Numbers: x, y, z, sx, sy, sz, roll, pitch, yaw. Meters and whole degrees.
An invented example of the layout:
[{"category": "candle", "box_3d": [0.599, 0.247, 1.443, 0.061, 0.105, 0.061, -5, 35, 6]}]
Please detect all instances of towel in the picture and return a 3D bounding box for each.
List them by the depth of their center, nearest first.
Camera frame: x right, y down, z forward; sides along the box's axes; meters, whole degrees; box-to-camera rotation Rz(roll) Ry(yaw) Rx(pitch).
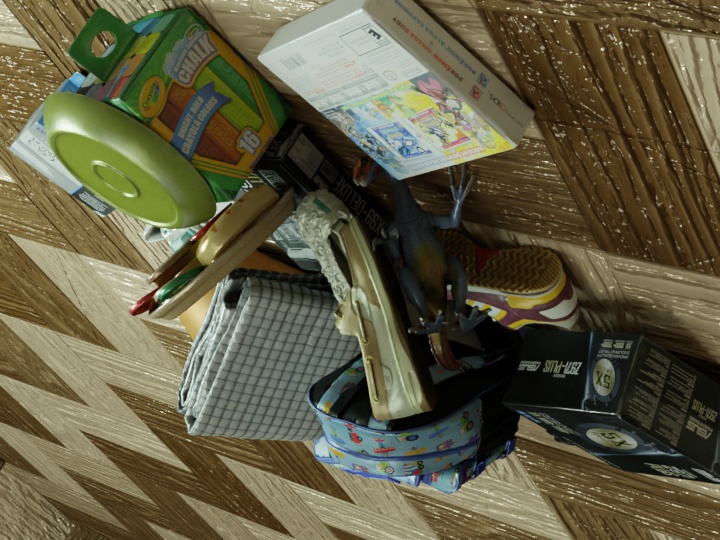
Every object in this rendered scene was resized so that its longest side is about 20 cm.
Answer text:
[{"category": "towel", "box_3d": [-0.095, 0.087, 1.784, 0.165, 0.200, 0.086, 9, -151, -26]}]

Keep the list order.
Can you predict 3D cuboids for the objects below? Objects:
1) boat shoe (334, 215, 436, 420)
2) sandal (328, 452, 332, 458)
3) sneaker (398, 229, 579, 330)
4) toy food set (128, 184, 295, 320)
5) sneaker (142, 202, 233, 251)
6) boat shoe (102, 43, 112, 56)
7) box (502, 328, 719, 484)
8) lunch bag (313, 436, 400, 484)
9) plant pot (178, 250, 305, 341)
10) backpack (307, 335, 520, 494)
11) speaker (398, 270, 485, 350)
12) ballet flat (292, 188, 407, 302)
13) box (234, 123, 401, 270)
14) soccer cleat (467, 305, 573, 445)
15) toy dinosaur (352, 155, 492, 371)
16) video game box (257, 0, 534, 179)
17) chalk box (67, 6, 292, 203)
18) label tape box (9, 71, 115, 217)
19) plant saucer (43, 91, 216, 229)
[{"category": "boat shoe", "box_3d": [0.010, 0.048, 1.582, 0.066, 0.200, 0.074, -21, 167, 12]}, {"category": "sandal", "box_3d": [-0.002, 0.132, 1.954, 0.045, 0.200, 0.075, 16, -159, -27]}, {"category": "sneaker", "box_3d": [0.127, 0.019, 1.671, 0.200, 0.075, 0.090, 14, 147, 40]}, {"category": "toy food set", "box_3d": [-0.145, -0.021, 1.645, 0.049, 0.198, 0.200, 48, -165, -6]}, {"category": "sneaker", "box_3d": [-0.185, -0.059, 1.901, 0.075, 0.089, 0.200, 43, 156, -24]}, {"category": "boat shoe", "box_3d": [-0.222, -0.170, 1.741, 0.057, 0.069, 0.200, 15, 156, 36]}, {"category": "box", "box_3d": [0.273, 0.138, 1.665, 0.200, 0.086, 0.164, 31, 162, -35]}, {"category": "lunch bag", "box_3d": [0.031, 0.176, 2.015, 0.082, 0.161, 0.200, 26, 164, -29]}, {"category": "plant pot", "box_3d": [-0.113, 0.068, 1.974, 0.183, 0.200, 0.200, 39, 164, 28]}, {"category": "backpack", "box_3d": [0.049, 0.151, 1.698, 0.182, 0.200, 0.135, 15, 118, 34]}, {"category": "speaker", "box_3d": [0.090, 0.072, 1.830, 0.200, 0.081, 0.081, 32, 159, -2]}, {"category": "ballet flat", "box_3d": [0.000, 0.000, 1.675, 0.072, 0.072, 0.200, 10, 148, 44]}, {"category": "box", "box_3d": [-0.062, -0.075, 1.753, 0.158, 0.050, 0.200, 5, 147, 48]}, {"category": "soccer cleat", "box_3d": [0.191, 0.091, 1.769, 0.200, 0.073, 0.068, 53, 154, -7]}, {"category": "toy dinosaur", "box_3d": [0.044, -0.019, 1.600, 0.182, 0.105, 0.200, 63, 154, 30]}, {"category": "video game box", "box_3d": [0.028, -0.163, 1.448, 0.182, 0.047, 0.200, 42, 157, -20]}, {"category": "chalk box", "box_3d": [-0.193, -0.172, 1.617, 0.200, 0.125, 0.124, 42, 157, -28]}, {"category": "label tape box", "box_3d": [-0.314, -0.143, 1.924, 0.143, 0.066, 0.200, 38, 159, -15]}, {"category": "plant saucer", "box_3d": [-0.234, -0.099, 1.623, 0.200, 0.031, 0.200, 27, 159, 11]}]
